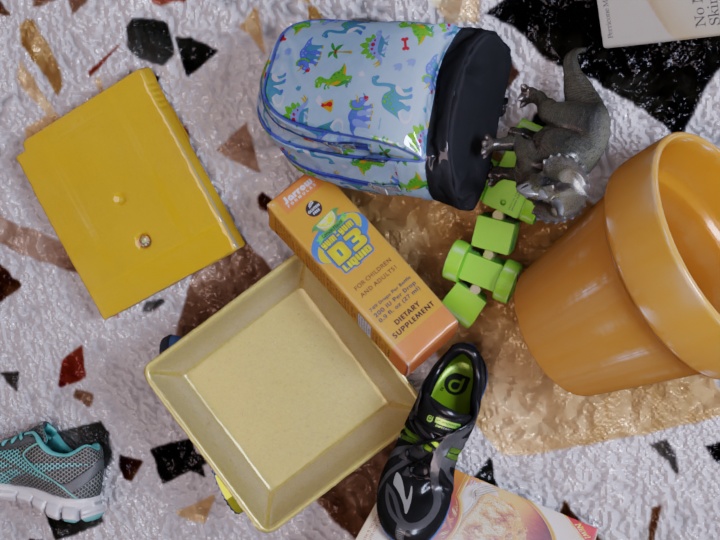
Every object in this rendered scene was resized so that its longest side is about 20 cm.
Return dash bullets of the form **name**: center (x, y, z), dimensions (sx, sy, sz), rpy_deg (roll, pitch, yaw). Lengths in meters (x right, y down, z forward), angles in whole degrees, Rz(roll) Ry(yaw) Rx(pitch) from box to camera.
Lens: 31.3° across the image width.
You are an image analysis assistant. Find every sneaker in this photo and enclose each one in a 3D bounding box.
- **sneaker**: center (-0.131, 0.145, 1.291), dimensions (0.078, 0.066, 0.200), rpy_deg (-25, 97, 14)
- **sneaker**: center (-0.360, 0.203, 1.383), dimensions (0.200, 0.078, 0.091), rpy_deg (13, 92, 11)
- **sneaker**: center (0.064, 0.153, 1.167), dimensions (0.071, 0.083, 0.200), rpy_deg (18, 69, 13)

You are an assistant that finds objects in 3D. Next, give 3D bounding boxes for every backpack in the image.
- **backpack**: center (0.009, -0.146, 1.123), dimensions (0.200, 0.154, 0.163), rpy_deg (6, 73, 36)

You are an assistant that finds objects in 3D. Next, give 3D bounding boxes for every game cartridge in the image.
- **game cartridge**: center (-0.232, -0.074, 1.283), dimensions (0.176, 0.032, 0.200), rpy_deg (-26, 93, 22)

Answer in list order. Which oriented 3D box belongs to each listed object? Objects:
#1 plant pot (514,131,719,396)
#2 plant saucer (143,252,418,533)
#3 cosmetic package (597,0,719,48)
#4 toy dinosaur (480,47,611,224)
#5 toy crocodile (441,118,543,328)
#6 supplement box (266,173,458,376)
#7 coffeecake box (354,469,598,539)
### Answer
- **plant pot**: center (0.237, 0.015, 1.077), dimensions (0.183, 0.200, 0.200), rpy_deg (-33, 93, 39)
- **plant saucer**: center (-0.072, 0.115, 1.239), dimensions (0.200, 0.048, 0.200), rpy_deg (-37, 91, -3)
- **cosmetic package**: center (0.289, -0.239, 1.012), dimensions (0.200, 0.073, 0.104), rpy_deg (-2, 106, 37)
- **toy dinosaur**: center (0.166, -0.105, 1.079), dimensions (0.102, 0.200, 0.077), rpy_deg (18, 141, 25)
- **toy crocodile**: center (0.125, -0.039, 1.163), dimensions (0.067, 0.062, 0.200), rpy_deg (21, 105, 12)
- **supplement box**: center (0.000, 0.000, 1.182), dimensions (0.067, 0.069, 0.200), rpy_deg (-41, 78, -8)
- **coffeecake box**: center (0.102, 0.272, 1.191), dimensions (0.200, 0.154, 0.073), rpy_deg (21, 124, 11)
